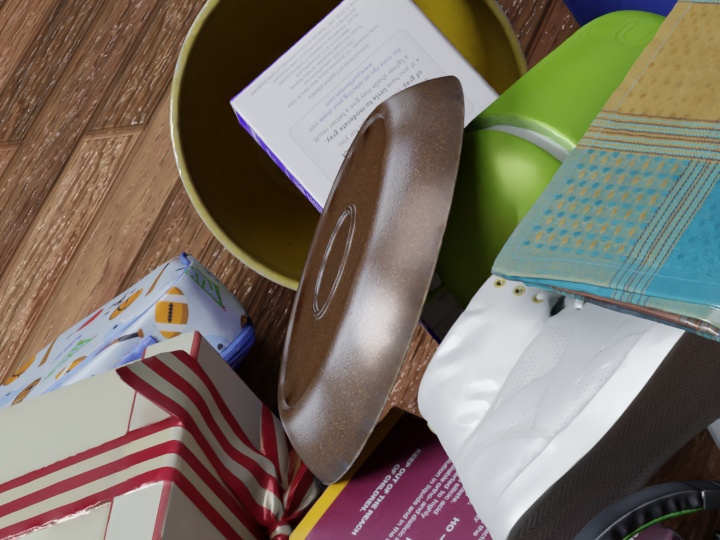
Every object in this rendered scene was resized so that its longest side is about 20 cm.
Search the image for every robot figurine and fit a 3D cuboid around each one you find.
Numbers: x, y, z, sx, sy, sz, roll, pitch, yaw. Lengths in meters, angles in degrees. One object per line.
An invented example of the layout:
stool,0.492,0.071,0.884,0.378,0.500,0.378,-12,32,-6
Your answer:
robot figurine,0.110,-0.044,1.169,0.200,0.116,0.175,-41,12,-30

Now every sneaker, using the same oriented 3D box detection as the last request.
sneaker,0.108,0.018,1.036,0.200,0.074,0.116,-43,48,9

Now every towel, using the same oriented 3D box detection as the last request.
towel,0.155,-0.062,1.006,0.146,0.022,0.200,15,65,52

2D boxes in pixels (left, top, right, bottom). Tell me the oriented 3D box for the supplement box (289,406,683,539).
supplement box,0.076,0.149,1.110,0.086,0.110,0.200,-51,36,-14

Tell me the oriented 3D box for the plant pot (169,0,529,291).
plant pot,-0.012,-0.088,1.407,0.200,0.200,0.142,-42,6,-3

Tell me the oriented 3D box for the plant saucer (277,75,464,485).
plant saucer,0.000,0.000,1.160,0.200,0.032,0.201,-162,90,-79

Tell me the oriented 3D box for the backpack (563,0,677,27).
backpack,0.171,-0.252,1.419,0.162,0.168,0.200,-20,35,16

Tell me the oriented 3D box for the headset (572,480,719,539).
headset,0.173,0.150,0.979,0.094,0.199,0.124,-160,74,-78

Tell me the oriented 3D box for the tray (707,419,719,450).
tray,0.199,0.080,1.099,0.200,0.022,0.108,-112,40,-54

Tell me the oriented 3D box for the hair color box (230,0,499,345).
hair color box,0.038,-0.046,1.293,0.109,0.200,0.065,-41,-8,-3

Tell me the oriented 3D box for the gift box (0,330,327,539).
gift box,-0.110,0.152,1.209,0.186,0.200,0.185,-19,45,24

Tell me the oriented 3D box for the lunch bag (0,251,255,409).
lunch bag,-0.149,0.076,1.384,0.200,0.076,0.160,-41,8,-1
